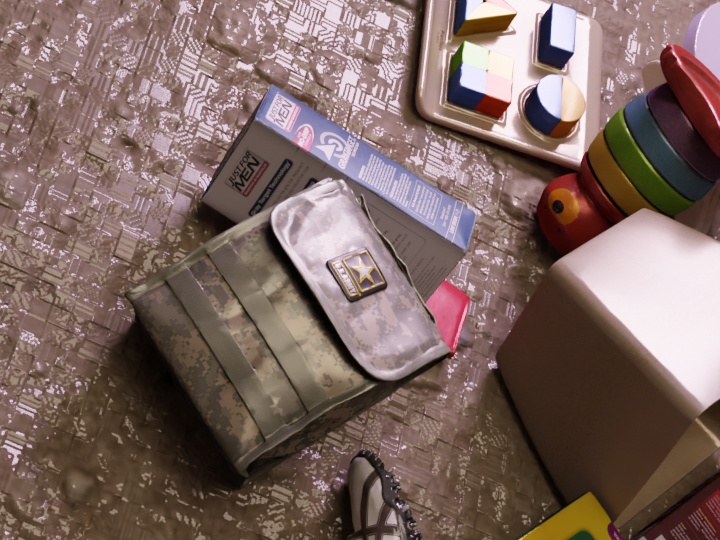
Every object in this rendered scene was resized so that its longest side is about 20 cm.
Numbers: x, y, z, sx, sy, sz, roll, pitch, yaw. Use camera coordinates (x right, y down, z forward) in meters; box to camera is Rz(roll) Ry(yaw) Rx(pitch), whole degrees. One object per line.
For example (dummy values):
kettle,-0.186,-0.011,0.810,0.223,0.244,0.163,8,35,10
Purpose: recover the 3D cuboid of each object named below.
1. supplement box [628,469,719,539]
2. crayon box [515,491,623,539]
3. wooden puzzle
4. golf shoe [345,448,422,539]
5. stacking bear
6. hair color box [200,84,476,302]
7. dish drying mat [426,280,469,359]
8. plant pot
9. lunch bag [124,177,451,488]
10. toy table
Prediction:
supplement box,0.306,0.235,1.546,0.199,0.061,0.109,-28,79,-37
crayon box,0.167,0.301,1.430,0.172,0.058,0.201,-26,79,-37
wooden puzzle,0.149,-0.197,1.721,0.199,0.046,0.187,20,54,-19
golf shoe,0.007,0.220,1.373,0.094,0.078,0.201,-24,44,2
stacking bear,0.241,-0.086,1.615,0.113,0.200,0.122,5,51,-59
hair color box,-0.017,-0.051,1.478,0.199,0.100,0.061,32,36,-9
dish drying mat,0.000,0.000,1.538,0.199,0.018,0.077,30,50,-10
plant pot,0.233,0.070,1.528,0.199,0.201,0.177,-29,68,-38
lunch bag,-0.049,0.041,1.381,0.199,0.118,0.165,-32,80,-10
toy table,0.327,-0.135,1.729,0.183,0.117,0.202,18,60,-29
